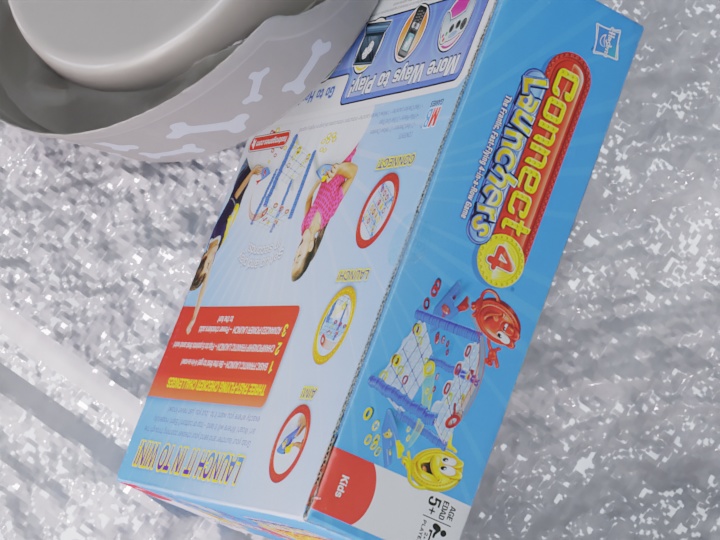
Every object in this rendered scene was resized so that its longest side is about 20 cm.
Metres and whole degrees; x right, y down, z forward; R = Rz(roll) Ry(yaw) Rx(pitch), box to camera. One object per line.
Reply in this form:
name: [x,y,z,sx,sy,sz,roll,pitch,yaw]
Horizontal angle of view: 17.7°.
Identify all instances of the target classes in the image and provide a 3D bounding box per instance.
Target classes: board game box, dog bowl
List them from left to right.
dog bowl: [-0.068,-0.133,0.879,0.199,0.059,0.202,-15,61,30]
board game box: [0.000,0.000,0.832,0.056,0.200,0.197,24,80,-21]
